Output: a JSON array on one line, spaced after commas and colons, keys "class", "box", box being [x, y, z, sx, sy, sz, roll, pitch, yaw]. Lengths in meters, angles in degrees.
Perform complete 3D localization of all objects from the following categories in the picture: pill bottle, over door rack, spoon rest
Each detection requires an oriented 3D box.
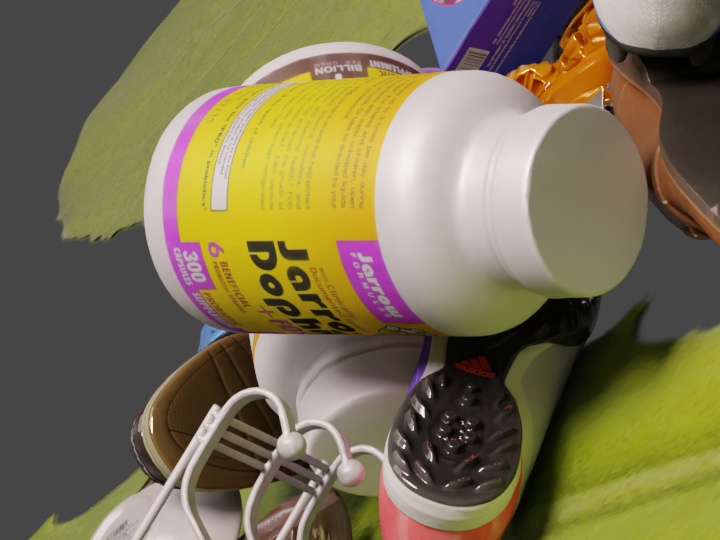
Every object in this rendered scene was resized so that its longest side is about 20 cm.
[{"class": "pill bottle", "box": [0.014, -0.026, 1.193, 0.200, 0.104, 0.104, -1, 52, 44]}, {"class": "pill bottle", "box": [0.000, 0.000, 1.352, 0.109, 0.109, 0.200, -47, 39, 34]}, {"class": "over door rack", "box": [-0.066, 0.145, 1.186, 0.200, 0.067, 0.148, -48, -23, 3]}, {"class": "spoon rest", "box": [-0.124, 0.168, 1.394, 0.200, 0.061, 0.099, -40, 28, 17]}]

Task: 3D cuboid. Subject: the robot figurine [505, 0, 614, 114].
[{"class": "robot figurine", "box": [0.129, -0.097, 1.320, 0.200, 0.058, 0.145, -45, 19, 41]}]

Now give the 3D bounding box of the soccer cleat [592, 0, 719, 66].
[{"class": "soccer cleat", "box": [0.125, -0.162, 1.204, 0.200, 0.070, 0.087, -86, -2, -55]}]

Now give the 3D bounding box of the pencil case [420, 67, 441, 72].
[{"class": "pencil case", "box": [0.001, -0.034, 1.595, 0.085, 0.084, 0.200, -28, -5, -38]}]

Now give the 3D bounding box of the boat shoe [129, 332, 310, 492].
[{"class": "boat shoe", "box": [-0.043, 0.060, 1.410, 0.065, 0.073, 0.200, -27, -2, 40]}]

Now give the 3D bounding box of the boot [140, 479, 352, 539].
[{"class": "boot", "box": [-0.056, 0.135, 1.408, 0.200, 0.064, 0.187, -45, 28, 47]}]

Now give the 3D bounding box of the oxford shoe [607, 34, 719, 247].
[{"class": "oxford shoe", "box": [0.142, -0.038, 1.155, 0.200, 0.071, 0.072, -108, 15, -64]}]

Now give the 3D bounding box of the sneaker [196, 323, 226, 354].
[{"class": "sneaker", "box": [-0.063, 0.049, 1.511, 0.066, 0.079, 0.200, -7, 15, 15]}]

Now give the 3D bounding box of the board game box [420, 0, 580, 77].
[{"class": "board game box", "box": [0.086, -0.202, 1.393, 0.200, 0.045, 0.135, -57, 34, 39]}]

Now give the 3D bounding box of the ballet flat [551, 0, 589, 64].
[{"class": "ballet flat", "box": [0.136, -0.158, 1.419, 0.200, 0.071, 0.069, -48, 15, 32]}]

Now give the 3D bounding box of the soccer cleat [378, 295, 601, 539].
[{"class": "soccer cleat", "box": [0.050, 0.056, 1.236, 0.200, 0.068, 0.073, -64, -11, -52]}]
